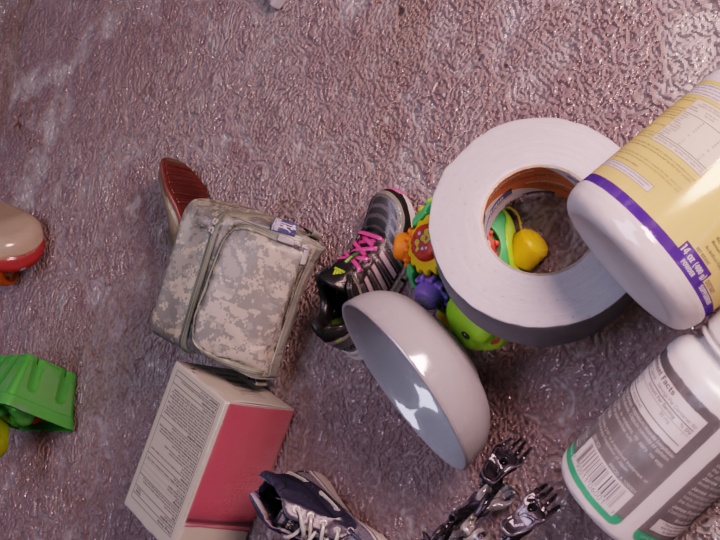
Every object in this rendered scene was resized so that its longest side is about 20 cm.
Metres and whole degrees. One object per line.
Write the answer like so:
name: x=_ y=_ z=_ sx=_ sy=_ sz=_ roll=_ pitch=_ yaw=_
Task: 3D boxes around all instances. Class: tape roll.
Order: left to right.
tape roll: x=0.164 y=-0.035 z=0.953 sx=0.200 sy=0.066 sz=0.200 roll=-3 pitch=72 yaw=9

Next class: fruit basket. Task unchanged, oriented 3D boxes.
fruit basket: x=-0.562 y=0.236 z=1.641 sx=0.216 sy=0.155 sz=0.216 roll=-27 pitch=47 yaw=33

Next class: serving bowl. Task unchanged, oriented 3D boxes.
serving bowl: x=0.065 y=0.096 z=1.033 sx=0.066 sy=0.200 sz=0.200 roll=-35 pitch=46 yaw=-12

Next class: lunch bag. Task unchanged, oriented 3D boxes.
lunch bag: x=-0.141 y=0.021 z=1.286 sx=0.168 sy=0.139 sz=0.200 roll=23 pitch=97 yaw=30

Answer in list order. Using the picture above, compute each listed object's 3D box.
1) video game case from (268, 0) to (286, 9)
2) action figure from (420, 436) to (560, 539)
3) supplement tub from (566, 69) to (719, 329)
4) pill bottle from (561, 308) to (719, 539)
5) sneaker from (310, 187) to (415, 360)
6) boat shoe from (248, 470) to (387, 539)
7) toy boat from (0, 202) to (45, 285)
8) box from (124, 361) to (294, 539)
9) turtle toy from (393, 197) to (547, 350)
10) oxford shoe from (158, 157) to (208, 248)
video game case: x=-0.109 y=-0.480 z=1.463 sx=0.143 sy=0.018 sz=0.200 roll=-46 pitch=50 yaw=29
action figure: x=0.126 y=0.249 z=0.970 sx=0.119 sy=0.102 sz=0.200 roll=53 pitch=144 yaw=31
supplement tub: x=0.280 y=-0.066 z=0.822 sx=0.200 sy=0.145 sz=0.145 roll=-40 pitch=50 yaw=2
pill bottle: x=0.266 y=0.124 z=0.843 sx=0.200 sy=0.113 sz=0.113 roll=-51 pitch=48 yaw=23
sneaker: x=0.000 y=0.000 z=1.171 sx=0.074 sy=0.087 sz=0.200 roll=22 pitch=95 yaw=47
boat shoe: x=-0.044 y=0.289 z=1.136 sx=0.200 sy=0.093 sz=0.075 roll=37 pitch=106 yaw=45
toy boat: x=-0.629 y=-0.034 z=1.831 sx=0.200 sy=0.130 sz=0.131 roll=22 pitch=126 yaw=47
box: x=-0.187 y=0.230 z=1.288 sx=0.128 sy=0.109 sz=0.200 roll=29 pitch=101 yaw=46
turtle toy: x=0.105 y=-0.003 z=1.052 sx=0.146 sy=0.101 sz=0.200 roll=-47 pitch=50 yaw=27
oxford shoe: x=-0.252 y=-0.073 z=1.468 sx=0.075 sy=0.070 sz=0.200 roll=-49 pitch=48 yaw=33
